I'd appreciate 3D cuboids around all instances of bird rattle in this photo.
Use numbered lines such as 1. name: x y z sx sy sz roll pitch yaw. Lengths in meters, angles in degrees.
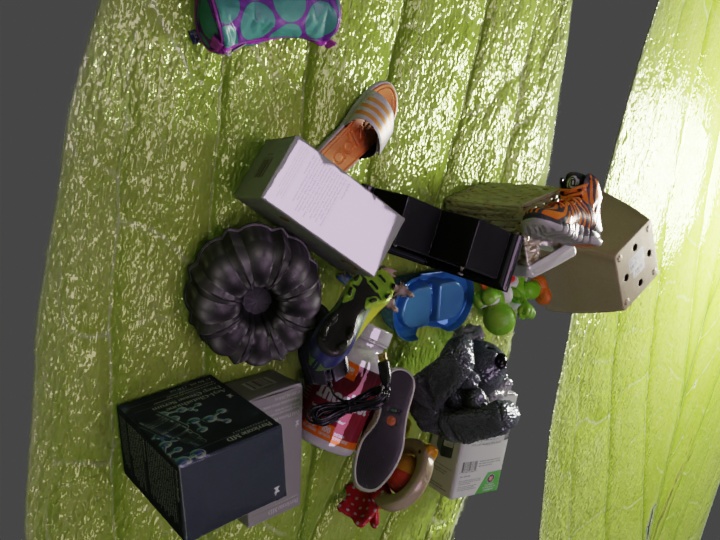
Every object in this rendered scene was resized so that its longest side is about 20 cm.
1. bird rattle: 0.053 0.349 1.304 0.113 0.162 0.201 49 60 -19

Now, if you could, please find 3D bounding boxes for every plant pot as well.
1. plant pot: 0.487 -0.029 1.547 0.199 0.176 0.203 -38 125 -26

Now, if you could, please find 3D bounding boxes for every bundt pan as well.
1. bundt pan: -0.142 0.043 1.043 0.197 0.076 0.206 -6 111 -14

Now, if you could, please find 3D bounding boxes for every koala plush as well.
1. koala plush: 0.190 0.187 1.332 0.179 0.183 0.200 53 40 -1

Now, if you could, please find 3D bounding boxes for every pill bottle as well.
1. pill bottle: -0.026 0.178 1.206 0.112 0.112 0.204 26 85 -42

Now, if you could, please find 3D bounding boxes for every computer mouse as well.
1. computer mouse: -0.029 0.120 1.126 0.137 0.203 0.046 -9 148 -9

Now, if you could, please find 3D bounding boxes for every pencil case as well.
1. pencil case: -0.120 -0.332 0.993 0.197 0.084 0.095 -18 98 -35

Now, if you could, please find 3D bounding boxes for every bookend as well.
1. bookend: 0.117 -0.052 1.204 0.196 0.198 0.094 17 92 -43

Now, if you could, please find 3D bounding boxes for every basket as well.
1. basket: 0.254 -0.077 1.320 0.134 0.198 0.126 -22 112 -33

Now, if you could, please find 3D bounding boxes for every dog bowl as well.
1. dog bowl: 0.116 0.054 1.334 0.197 0.049 0.114 -10 109 -38

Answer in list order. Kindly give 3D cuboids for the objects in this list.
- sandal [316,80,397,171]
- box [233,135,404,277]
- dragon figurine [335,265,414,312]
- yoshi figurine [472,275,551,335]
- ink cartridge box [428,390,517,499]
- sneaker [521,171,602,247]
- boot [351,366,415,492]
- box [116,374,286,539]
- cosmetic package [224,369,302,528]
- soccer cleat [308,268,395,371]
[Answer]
1. sandal: 0.004 -0.199 1.156 0.208 0.059 0.080 -51 129 -17
2. box: -0.058 -0.088 1.062 0.199 0.124 0.099 35 80 -26
3. dragon figurine: 0.000 0.000 1.206 0.198 0.099 0.060 33 80 -4
4. yoshi figurine: 0.278 0.067 1.426 0.198 0.112 0.114 -10 135 -49
5. ink cartridge box: 0.213 0.323 1.474 0.144 0.083 0.205 5 99 -41
6. sneaker: 0.321 -0.104 1.214 0.198 0.077 0.115 9 83 -47
7. boot: 0.033 0.261 1.263 0.071 0.144 0.204 20 80 -4
8. box: -0.212 0.238 1.003 0.146 0.198 0.110 -15 113 -37
9. cosmetic package: -0.150 0.265 1.142 0.105 0.089 0.205 -13 109 -41
10. soccer cleat: -0.016 0.066 1.096 0.064 0.084 0.201 39 46 2
